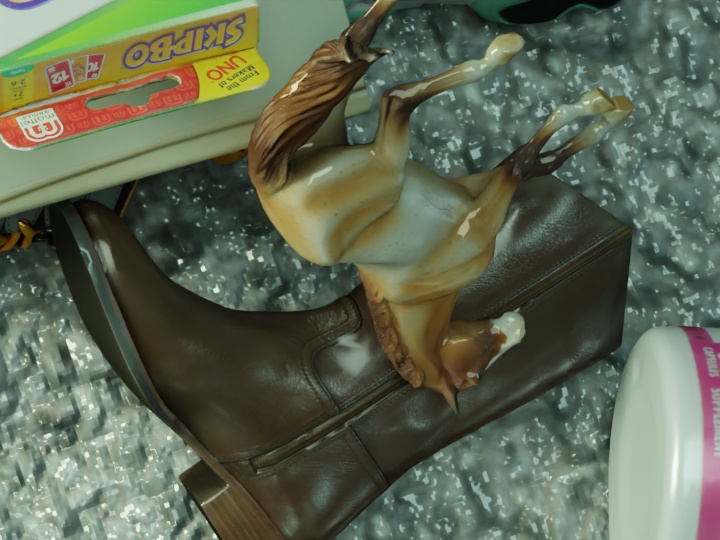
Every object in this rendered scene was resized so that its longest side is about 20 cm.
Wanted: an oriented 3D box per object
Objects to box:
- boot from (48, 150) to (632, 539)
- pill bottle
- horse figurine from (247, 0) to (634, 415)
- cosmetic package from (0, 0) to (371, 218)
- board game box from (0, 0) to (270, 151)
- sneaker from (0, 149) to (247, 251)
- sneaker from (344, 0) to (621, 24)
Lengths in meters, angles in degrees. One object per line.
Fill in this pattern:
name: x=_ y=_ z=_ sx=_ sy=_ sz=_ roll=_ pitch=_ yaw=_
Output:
boot: x=0.000 y=0.000 z=1.040 sx=0.199 sy=0.064 sz=0.187 roll=-33 pitch=121 yaw=-8
pill bottle: x=0.203 y=0.083 z=1.049 sx=0.199 sy=0.113 sz=0.114 roll=3 pitch=80 yaw=-7
horse figurine: x=0.019 y=-0.033 z=0.957 sx=0.133 sy=0.200 sz=0.050 roll=-44 pitch=54 yaw=13
cosmetic package: x=-0.109 y=-0.063 z=0.970 sx=0.199 sy=0.103 sz=0.074 roll=-18 pitch=97 yaw=-19
board game box: x=-0.110 y=-0.124 z=0.930 sx=0.095 sy=0.030 sz=0.200 roll=-17 pitch=54 yaw=-19
sneaker: x=-0.130 y=-0.038 z=1.050 sx=0.199 sy=0.078 sz=0.077 roll=-32 pitch=90 yaw=-12
sneaker: x=0.032 y=-0.171 z=1.092 sx=0.199 sy=0.078 sz=0.141 roll=-6 pitch=78 yaw=-12
